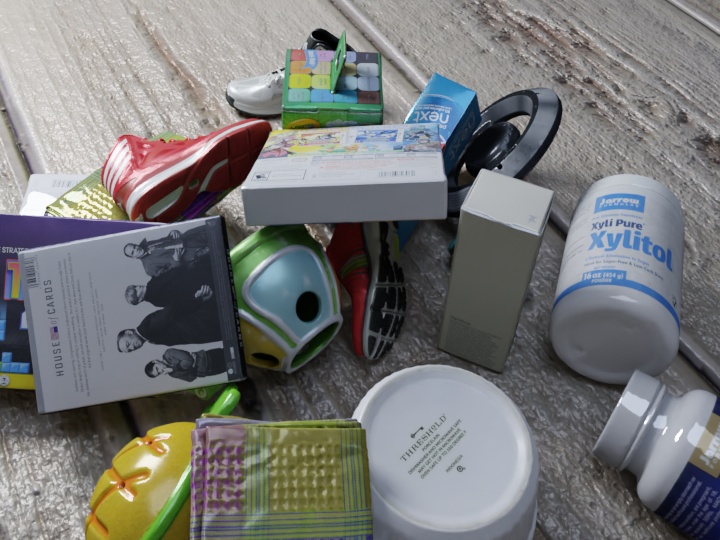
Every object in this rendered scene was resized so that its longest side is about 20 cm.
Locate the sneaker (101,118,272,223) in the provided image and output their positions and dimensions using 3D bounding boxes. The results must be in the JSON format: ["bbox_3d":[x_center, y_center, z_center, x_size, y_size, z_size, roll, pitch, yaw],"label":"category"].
[{"bbox_3d":[-0.200,-0.137,0.835,0.115,0.079,0.198,38,53,24],"label":"sneaker"}]

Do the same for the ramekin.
[{"bbox_3d":[0.070,0.179,0.671,0.196,0.096,0.206,2,49,-3],"label":"ramekin"}]

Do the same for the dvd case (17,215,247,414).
[{"bbox_3d":[-0.212,0.041,0.694,0.194,0.025,0.155,-9,87,4],"label":"dvd case"}]

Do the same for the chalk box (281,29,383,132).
[{"bbox_3d":[-0.035,-0.187,0.915,0.120,0.203,0.127,1,46,-2],"label":"chalk box"}]

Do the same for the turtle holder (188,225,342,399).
[{"bbox_3d":[-0.099,0.035,0.753,0.132,0.142,0.184,46,36,15],"label":"turtle holder"}]

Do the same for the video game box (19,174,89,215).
[{"bbox_3d":[-0.292,-0.033,0.854,0.194,0.048,0.185,0,46,-5],"label":"video game box"}]

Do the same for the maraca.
[{"bbox_3d":[-0.160,0.181,0.636,0.107,0.137,0.202,40,42,-13],"label":"maraca"}]

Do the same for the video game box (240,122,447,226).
[{"bbox_3d":[-0.011,-0.104,0.775,0.194,0.048,0.184,-1,30,5],"label":"video game box"}]

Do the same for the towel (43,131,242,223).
[{"bbox_3d":[-0.242,-0.084,0.850,0.141,0.023,0.200,27,50,18],"label":"towel"}]

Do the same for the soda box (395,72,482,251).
[{"bbox_3d":[0.069,-0.129,0.905,0.063,0.068,0.203,28,81,22],"label":"soda box"}]

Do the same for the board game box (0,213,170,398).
[{"bbox_3d":[-0.284,0.033,0.739,0.194,0.057,0.170,3,88,-1],"label":"board game box"}]

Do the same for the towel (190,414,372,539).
[{"bbox_3d":[-0.058,0.209,0.562,0.140,0.023,0.205,4,66,-18],"label":"towel"}]

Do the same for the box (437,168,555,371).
[{"bbox_3d":[0.133,0.005,0.757,0.080,0.203,0.069,20,47,14],"label":"box"}]

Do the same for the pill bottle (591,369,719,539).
[{"bbox_3d":[0.318,0.181,0.673,0.197,0.121,0.120,30,52,21],"label":"pill bottle"}]

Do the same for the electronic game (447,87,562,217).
[{"bbox_3d":[0.165,-0.147,0.925,0.041,0.198,0.203,41,45,-22],"label":"electronic game"}]

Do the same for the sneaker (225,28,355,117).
[{"bbox_3d":[-0.096,-0.288,1.057,0.195,0.117,0.077,-5,48,-9],"label":"sneaker"}]

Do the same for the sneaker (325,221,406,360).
[{"bbox_3d":[0.000,0.000,0.827,0.083,0.077,0.206,-10,70,28],"label":"sneaker"}]

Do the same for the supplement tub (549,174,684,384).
[{"bbox_3d":[0.282,0.007,0.816,0.129,0.134,0.202,15,49,10],"label":"supplement tub"}]

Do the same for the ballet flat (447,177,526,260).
[{"bbox_3d":[0.172,-0.068,0.929,0.067,0.068,0.201,35,58,1],"label":"ballet flat"}]
